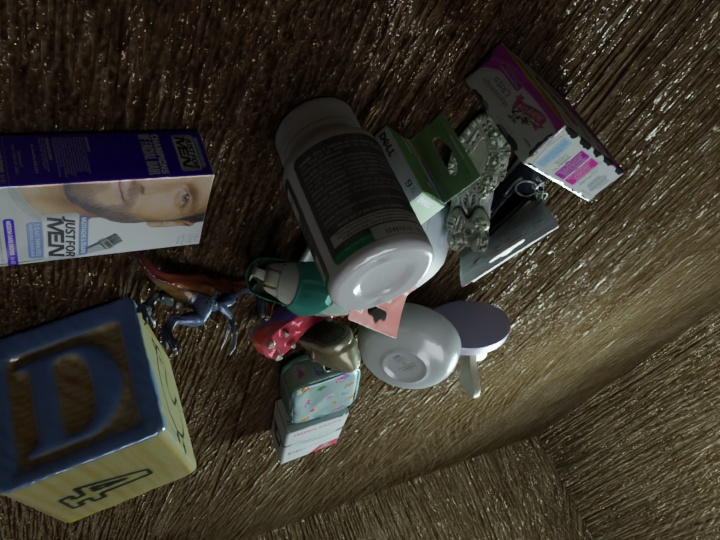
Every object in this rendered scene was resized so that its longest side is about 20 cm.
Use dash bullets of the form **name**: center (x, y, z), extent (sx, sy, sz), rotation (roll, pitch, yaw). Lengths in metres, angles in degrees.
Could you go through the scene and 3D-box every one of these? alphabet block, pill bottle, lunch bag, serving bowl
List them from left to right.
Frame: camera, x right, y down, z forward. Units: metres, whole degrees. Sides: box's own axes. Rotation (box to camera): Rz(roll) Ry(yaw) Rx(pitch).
- **alphabet block**: center (-0.346, 0.188, 0.828), extent (0.193, 0.198, 0.201), rotation (-17, 153, -12)
- **lunch bag**: center (-0.077, 0.225, 1.254), extent (0.158, 0.078, 0.201), rotation (-19, 152, -17)
- **pill bottle**: center (-0.014, -0.072, 0.647), extent (0.111, 0.202, 0.114), rotation (-19, 153, -10)
- **serving bowl**: center (0.085, 0.154, 1.163), extent (0.196, 0.066, 0.203), rotation (8, 132, 9)

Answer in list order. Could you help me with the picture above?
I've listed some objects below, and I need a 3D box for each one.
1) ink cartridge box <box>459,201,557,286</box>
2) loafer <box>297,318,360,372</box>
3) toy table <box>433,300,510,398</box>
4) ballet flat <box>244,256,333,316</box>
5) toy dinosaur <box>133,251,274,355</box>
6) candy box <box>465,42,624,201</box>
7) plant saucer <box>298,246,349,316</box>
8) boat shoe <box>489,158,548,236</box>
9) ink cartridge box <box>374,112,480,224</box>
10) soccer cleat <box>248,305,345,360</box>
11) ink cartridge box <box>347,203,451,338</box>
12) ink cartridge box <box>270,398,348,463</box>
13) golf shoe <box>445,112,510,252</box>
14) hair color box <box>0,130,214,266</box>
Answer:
- **ink cartridge box**: center (0.230, -0.033, 0.969), extent (0.159, 0.048, 0.200), rotation (-34, -170, 17)
- **loafer**: center (-0.053, 0.123, 1.015), extent (0.075, 0.069, 0.200), rotation (-27, -170, -13)
- **toy table**: center (0.202, 0.150, 1.276), extent (0.196, 0.185, 0.119), rotation (0, 129, -22)
- **ballet flat**: center (-0.099, 0.017, 0.794), extent (0.069, 0.069, 0.199), rotation (13, 176, -29)
- **toy dinosaur**: center (-0.187, 0.038, 0.824), extent (0.181, 0.104, 0.202), rotation (-34, 146, -40)
- **candy box**: center (0.224, -0.171, 0.753), extent (0.061, 0.138, 0.198), rotation (-42, 150, 28)
- **plant saucer**: center (0.000, 0.000, 0.899), extent (0.198, 0.050, 0.202), rotation (-26, 143, -21)
- **boat shoe**: center (0.238, -0.122, 0.932), extent (0.199, 0.063, 0.074), rotation (-39, 149, 22)
- **ink cartridge box**: center (0.031, -0.096, 0.751), extent (0.199, 0.105, 0.059), rotation (-38, 151, 23)
- **soccer cleat**: center (-0.084, 0.059, 0.984), extent (0.199, 0.076, 0.067), rotation (-37, 136, -17)
- **ink cartridge box**: center (0.063, -0.012, 0.862), extent (0.160, 0.047, 0.204), rotation (29, 76, -59)
- **ink cartridge box**: center (-0.119, 0.342, 1.417), extent (0.143, 0.084, 0.201), rotation (-14, 150, -21)
- **golf shoe**: center (0.154, -0.127, 0.858), extent (0.077, 0.098, 0.203), rotation (11, 127, 5)
- **hair color box**: center (-0.249, -0.070, 0.600), extent (0.197, 0.065, 0.110), rotation (-11, 149, -31)
